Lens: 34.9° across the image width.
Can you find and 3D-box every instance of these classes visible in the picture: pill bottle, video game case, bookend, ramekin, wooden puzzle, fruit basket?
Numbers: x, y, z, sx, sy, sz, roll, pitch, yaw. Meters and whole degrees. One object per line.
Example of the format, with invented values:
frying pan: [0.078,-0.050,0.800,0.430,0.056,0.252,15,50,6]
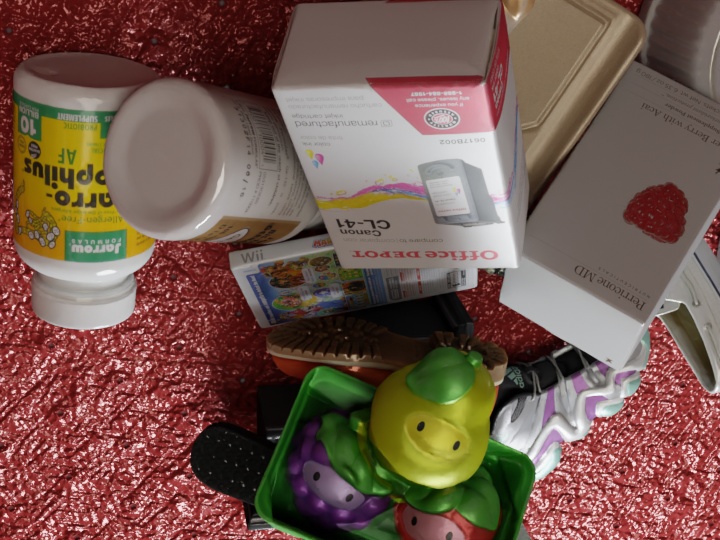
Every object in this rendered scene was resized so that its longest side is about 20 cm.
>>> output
pill bottle: [-0.089,-0.077,0.875,0.200,0.114,0.114,0,124,-60]
video game case: [0.000,0.000,0.970,0.200,0.018,0.143,-11,157,1]
pill bottle: [-0.216,-0.061,0.903,0.113,0.113,0.200,2,114,-13]
bookend: [-0.008,0.122,1.044,0.198,0.092,0.200,-2,114,-11]
ramekin: [0.345,-0.191,0.968,0.200,0.105,0.201,-5,115,-10]
wooden puzzle: [0.089,-0.159,0.878,0.200,0.037,0.185,27,110,-18]
fruit basket: [0.036,0.152,0.872,0.215,0.215,0.156,37,59,-24]

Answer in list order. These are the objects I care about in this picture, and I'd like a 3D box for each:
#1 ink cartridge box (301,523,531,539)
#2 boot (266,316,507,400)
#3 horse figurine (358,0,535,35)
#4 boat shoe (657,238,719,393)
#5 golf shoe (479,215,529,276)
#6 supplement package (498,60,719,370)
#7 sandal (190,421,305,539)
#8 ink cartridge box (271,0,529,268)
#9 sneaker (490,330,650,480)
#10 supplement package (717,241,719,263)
ink cartridge box: [0.050,0.262,1.091,0.200,0.145,0.084,-5,113,-10]
boot: [0.015,0.102,0.959,0.200,0.075,0.107,11,114,2]
horse figurine: [0.072,-0.189,0.812,0.132,0.050,0.200,23,114,-10]
boat shoe: [0.272,0.021,1.020,0.086,0.075,0.202,-28,82,-15]
golf shoe: [0.153,-0.026,1.033,0.200,0.077,0.088,34,83,-25]
supplement package: [0.217,-0.043,0.934,0.121,0.120,0.200,30,72,14]
sandal: [-0.050,0.187,0.994,0.200,0.048,0.075,28,103,7]
ink cartridge box: [0.037,-0.090,0.810,0.147,0.086,0.200,0,143,16]
sneaker: [0.170,0.102,1.074,0.140,0.078,0.200,30,105,-30]
supplement package: [0.419,0.010,1.015,0.121,0.200,0.120,-2,115,-12]
